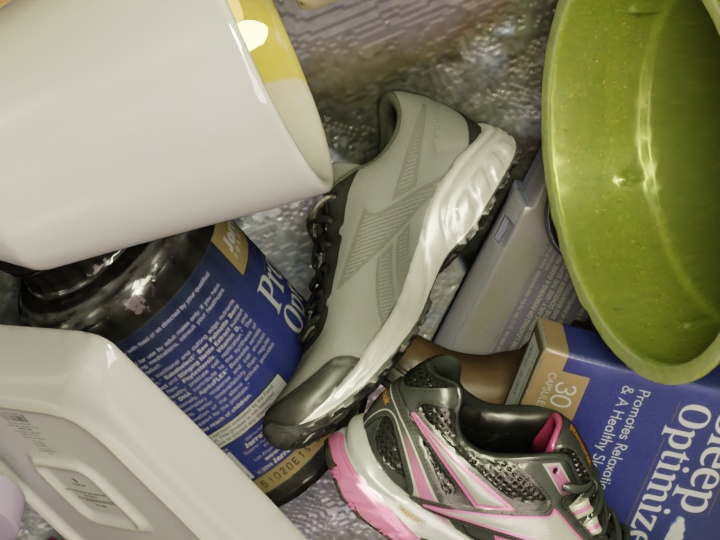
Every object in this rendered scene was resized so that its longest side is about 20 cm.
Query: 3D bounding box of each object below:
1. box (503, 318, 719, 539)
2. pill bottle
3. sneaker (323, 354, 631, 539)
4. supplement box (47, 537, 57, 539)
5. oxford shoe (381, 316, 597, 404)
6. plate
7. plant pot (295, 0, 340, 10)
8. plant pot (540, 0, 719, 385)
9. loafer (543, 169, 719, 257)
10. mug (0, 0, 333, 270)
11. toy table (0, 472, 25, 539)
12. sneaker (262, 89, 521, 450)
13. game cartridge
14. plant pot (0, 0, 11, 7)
[{"bbox_3d":[0.162,0.100,1.217,0.200,0.032,0.121,12,120,-13],"label":"box"},{"bbox_3d":[-0.095,0.022,1.207,0.112,0.112,0.200,-34,121,12],"label":"pill bottle"},{"bbox_3d":[0.085,0.112,1.156,0.200,0.080,0.086,31,114,-17],"label":"sneaker"},{"bbox_3d":[-0.157,0.268,1.330,0.131,0.103,0.200,-34,126,-16],"label":"supplement box"},{"bbox_3d":[0.097,0.055,1.257,0.200,0.073,0.084,15,98,-17],"label":"oxford shoe"},{"bbox_3d":[-0.127,0.099,1.218,0.200,0.199,0.032,49,63,-30],"label":"plate"},{"bbox_3d":[0.027,-0.205,1.054,0.183,0.201,0.201,-23,123,19],"label":"plant pot"},{"bbox_3d":[0.209,-0.059,1.116,0.190,0.200,0.200,-7,124,-21],"label":"plant pot"},{"bbox_3d":[0.190,-0.046,1.215,0.200,0.063,0.072,-14,102,-15],"label":"loafer"},{"bbox_3d":[-0.109,-0.079,1.081,0.153,0.187,0.150,-24,106,8],"label":"mug"},{"bbox_3d":[-0.274,0.146,1.224,0.200,0.117,0.184,10,156,-7],"label":"toy table"},{"bbox_3d":[0.000,0.000,1.188,0.079,0.200,0.074,32,154,-4],"label":"sneaker"},{"bbox_3d":[0.109,0.031,1.293,0.130,0.038,0.200,19,117,-15],"label":"game cartridge"},{"bbox_3d":[-0.197,-0.195,0.984,0.186,0.186,0.200,-29,107,10],"label":"plant pot"}]
